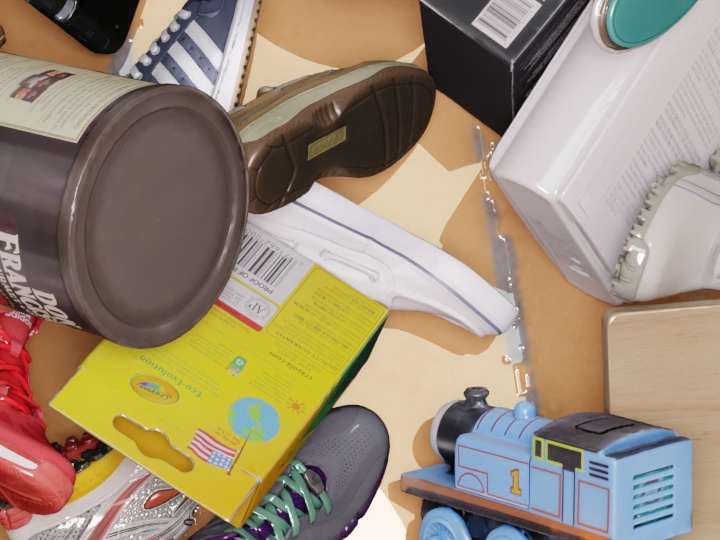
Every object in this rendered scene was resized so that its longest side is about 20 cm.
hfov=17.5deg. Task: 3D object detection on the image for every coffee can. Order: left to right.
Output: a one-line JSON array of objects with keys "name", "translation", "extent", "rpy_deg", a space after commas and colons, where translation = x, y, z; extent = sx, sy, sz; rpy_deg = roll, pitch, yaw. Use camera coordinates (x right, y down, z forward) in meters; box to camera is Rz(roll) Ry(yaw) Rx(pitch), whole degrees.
[{"name": "coffee can", "translation": [-0.184, -0.048, 1.335], "extent": [0.199, 0.146, 0.147], "rpy_deg": [14, 77, 36]}]

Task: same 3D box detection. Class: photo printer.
[{"name": "photo printer", "translation": [0.173, -0.099, 1.432], "extent": [0.069, 0.166, 0.201], "rpy_deg": [26, 78, 33]}]

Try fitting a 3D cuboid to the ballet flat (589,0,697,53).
[{"name": "ballet flat", "translation": [0.184, -0.197, 1.353], "extent": [0.069, 0.069, 0.200], "rpy_deg": [44, 68, 3]}]

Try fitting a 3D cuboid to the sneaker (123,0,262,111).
[{"name": "sneaker", "translation": [-0.126, -0.125, 1.456], "extent": [0.108, 0.070, 0.201], "rpy_deg": [14, 83, -4]}]

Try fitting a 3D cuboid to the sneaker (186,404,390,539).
[{"name": "sneaker", "translation": [-0.053, 0.160, 1.404], "extent": [0.200, 0.088, 0.074], "rpy_deg": [-44, 93, -9]}]

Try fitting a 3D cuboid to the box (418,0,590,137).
[{"name": "box", "translation": [0.127, -0.195, 1.448], "extent": [0.079, 0.141, 0.200], "rpy_deg": [36, 79, 16]}]

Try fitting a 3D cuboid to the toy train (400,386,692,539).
[{"name": "toy train", "translation": [0.109, 0.135, 1.377], "extent": [0.086, 0.199, 0.115], "rpy_deg": [-7, 103, -39]}]

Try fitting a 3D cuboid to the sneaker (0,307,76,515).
[{"name": "sneaker", "translation": [-0.214, 0.058, 1.378], "extent": [0.199, 0.078, 0.116], "rpy_deg": [27, 69, 36]}]

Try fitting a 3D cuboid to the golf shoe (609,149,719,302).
[{"name": "golf shoe", "translation": [0.227, -0.020, 1.406], "extent": [0.097, 0.079, 0.200], "rpy_deg": [30, 34, 25]}]

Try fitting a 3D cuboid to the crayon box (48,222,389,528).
[{"name": "crayon box", "translation": [-0.085, 0.062, 1.363], "extent": [0.127, 0.051, 0.200], "rpy_deg": [32, 46, 8]}]

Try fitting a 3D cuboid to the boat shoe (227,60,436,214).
[{"name": "boat shoe", "translation": [-0.033, -0.094, 1.428], "extent": [0.076, 0.200, 0.072], "rpy_deg": [22, 116, 31]}]

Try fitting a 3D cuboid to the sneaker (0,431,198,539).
[{"name": "sneaker", "translation": [-0.123, 0.123, 1.423], "extent": [0.199, 0.078, 0.083], "rpy_deg": [-27, 110, -12]}]

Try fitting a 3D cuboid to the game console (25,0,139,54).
[{"name": "game console", "translation": [-0.209, -0.260, 1.454], "extent": [0.116, 0.176, 0.201], "rpy_deg": [7, 73, 34]}]

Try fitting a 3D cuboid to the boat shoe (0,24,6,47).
[{"name": "boat shoe", "translation": [-0.278, -0.072, 1.439], "extent": [0.068, 0.072, 0.200], "rpy_deg": [41, 89, -2]}]

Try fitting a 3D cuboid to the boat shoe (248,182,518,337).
[{"name": "boat shoe", "translation": [0.000, 0.000, 1.452], "extent": [0.199, 0.074, 0.066], "rpy_deg": [28, 83, 11]}]

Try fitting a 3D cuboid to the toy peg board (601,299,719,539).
[{"name": "toy peg board", "translation": [0.243, 0.107, 1.445], "extent": [0.199, 0.098, 0.201], "rpy_deg": [-4, 101, -5]}]
